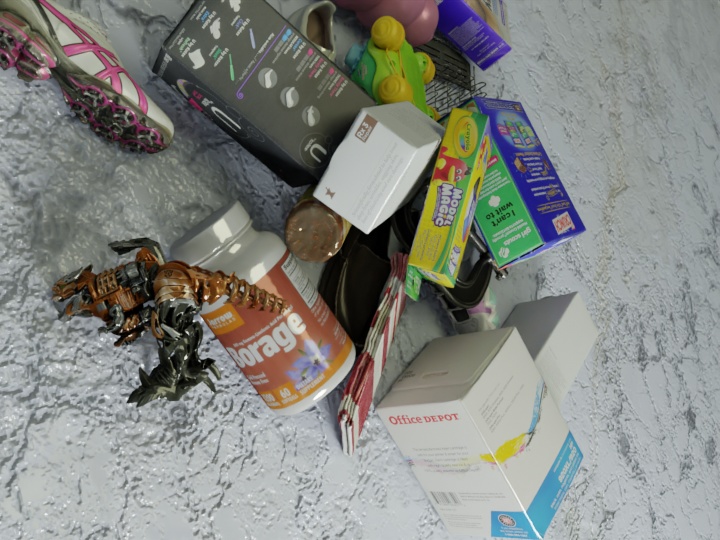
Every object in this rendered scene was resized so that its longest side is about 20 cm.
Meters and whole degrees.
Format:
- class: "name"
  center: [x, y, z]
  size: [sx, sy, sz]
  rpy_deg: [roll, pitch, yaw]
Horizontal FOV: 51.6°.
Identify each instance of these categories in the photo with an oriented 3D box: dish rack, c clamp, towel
- class: "dish rack"
  center: [0.131, -0.243, 1.073]
  size: [0.151, 0.054, 0.205]
  rpy_deg: [11, 72, -41]
- class: "c clamp"
  center: [0.119, -0.044, 0.946]
  size: [0.200, 0.027, 0.172]
  rpy_deg: [43, 53, -19]
- class: "towel"
  center: [0.015, 0.096, 0.836]
  size: [0.022, 0.145, 0.203]
  rpy_deg: [17, 65, 9]

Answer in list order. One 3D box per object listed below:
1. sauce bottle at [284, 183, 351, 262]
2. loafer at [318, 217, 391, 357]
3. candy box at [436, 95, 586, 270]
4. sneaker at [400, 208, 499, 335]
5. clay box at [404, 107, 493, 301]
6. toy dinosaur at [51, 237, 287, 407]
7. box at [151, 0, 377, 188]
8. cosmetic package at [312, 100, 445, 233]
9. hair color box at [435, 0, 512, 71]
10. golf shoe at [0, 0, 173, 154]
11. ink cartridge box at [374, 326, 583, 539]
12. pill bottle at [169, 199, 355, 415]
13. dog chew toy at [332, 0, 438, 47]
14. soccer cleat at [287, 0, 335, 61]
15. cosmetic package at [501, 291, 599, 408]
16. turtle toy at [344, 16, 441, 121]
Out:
- class: "sauce bottle"
  center: [-0.034, -0.070, 0.818]
  size: [0.067, 0.065, 0.201]
  rpy_deg: [57, 19, -15]
- class: "loafer"
  center: [0.000, 0.000, 0.878]
  size: [0.072, 0.071, 0.204]
  rpy_deg: [20, 66, -36]
- class: "candy box"
  center: [0.195, -0.116, 0.965]
  size: [0.168, 0.076, 0.203]
  rpy_deg: [-13, 75, -56]
- class: "sneaker"
  center: [0.099, 0.013, 0.970]
  size: [0.138, 0.077, 0.204]
  rpy_deg: [-3, 72, -41]
- class: "clay box"
  center: [0.100, -0.063, 0.830]
  size: [0.115, 0.047, 0.204]
  rpy_deg: [30, 75, -76]
- class: "toy dinosaur"
  center: [-0.171, 0.040, 0.660]
  size: [0.102, 0.196, 0.139]
  rpy_deg: [-19, 108, -69]
- class: "box"
  center: [-0.101, -0.189, 0.767]
  size: [0.199, 0.122, 0.107]
  rpy_deg: [38, 81, -17]
- class: "cosmetic package"
  center: [0.030, -0.115, 0.787]
  size: [0.073, 0.103, 0.200]
  rpy_deg: [34, 22, 4]
- class: "hair color box"
  center: [0.140, -0.404, 1.102]
  size: [0.198, 0.064, 0.111]
  rpy_deg: [30, 46, -32]
- class: "golf shoe"
  center: [-0.252, -0.194, 0.700]
  size: [0.199, 0.072, 0.093]
  rpy_deg: [38, 55, -28]
- class: "ink cartridge box"
  center: [0.147, 0.197, 0.909]
  size: [0.144, 0.146, 0.202]
  rpy_deg: [-42, 108, -40]
- class: "pill bottle"
  center: [-0.100, 0.036, 0.752]
  size: [0.202, 0.111, 0.112]
  rpy_deg: [55, 50, -16]
- class: "dog chew toy"
  center: [0.031, -0.372, 0.978]
  size: [0.199, 0.123, 0.127]
  rpy_deg: [37, 56, -39]
- class: "soccer cleat"
  center: [-0.067, -0.224, 0.872]
  size: [0.068, 0.077, 0.205]
  rpy_deg: [18, 68, -37]
- class: "cosmetic package"
  center: [0.240, 0.124, 1.038]
  size: [0.200, 0.112, 0.082]
  rpy_deg: [-43, 108, -38]
- class: "turtle toy"
  center: [0.035, -0.210, 0.941]
  size: [0.145, 0.099, 0.205]
  rpy_deg: [20, 61, -62]
